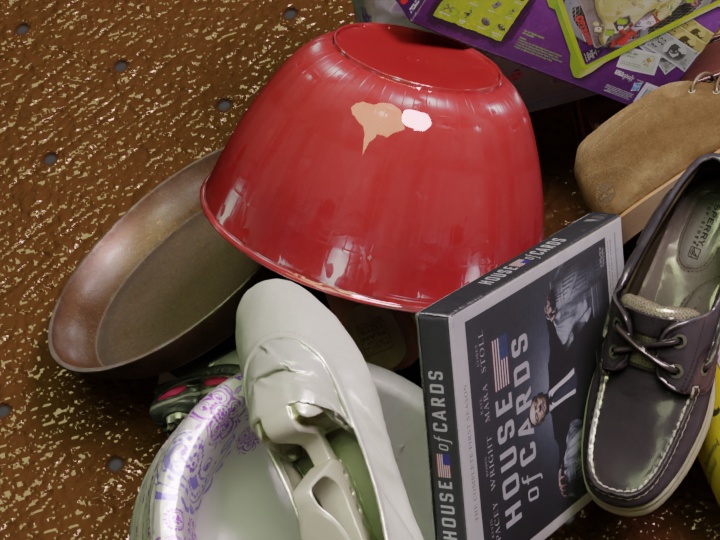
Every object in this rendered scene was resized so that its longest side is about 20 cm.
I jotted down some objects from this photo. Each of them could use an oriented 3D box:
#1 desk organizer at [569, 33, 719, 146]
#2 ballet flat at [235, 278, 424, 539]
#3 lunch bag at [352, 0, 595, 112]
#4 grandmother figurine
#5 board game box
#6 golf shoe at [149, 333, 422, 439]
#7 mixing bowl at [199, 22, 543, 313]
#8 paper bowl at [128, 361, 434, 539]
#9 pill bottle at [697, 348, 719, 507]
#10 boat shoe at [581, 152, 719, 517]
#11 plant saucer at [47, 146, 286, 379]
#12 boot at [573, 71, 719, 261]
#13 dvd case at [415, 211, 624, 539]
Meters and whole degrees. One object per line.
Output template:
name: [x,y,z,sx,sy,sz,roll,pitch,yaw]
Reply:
desk organizer: [0.238,-0.099,1.244,0.199,0.072,0.077,-19,44,-2]
ballet flat: [-0.019,0.094,1.009,0.069,0.069,0.201,-22,79,-5]
lunch bag: [0.093,-0.189,1.200,0.199,0.170,0.127,-14,47,-2]
grandmother figurine: [0.000,0.000,1.193,0.121,0.061,0.200,-17,22,-5]
board game box: [0.128,-0.166,1.133,0.120,0.200,0.032,-52,43,26]
golf shoe: [-0.027,0.057,1.198,0.199,0.077,0.088,-5,49,7]
mixing bowl: [0.020,-0.068,1.105,0.199,0.109,0.200,12,25,-6]
paper bowl: [-0.027,0.155,1.084,0.200,0.104,0.201,9,64,-18]
pill bottle: [0.231,0.063,1.120,0.111,0.111,0.200,-18,54,-1]
boat shoe: [0.160,0.030,1.065,0.072,0.065,0.201,17,78,27]
plant saucer: [-0.104,-0.003,1.231,0.200,0.035,0.201,-29,30,19]
boot: [0.212,-0.092,1.150,0.200,0.074,0.076,-33,69,10]
dvd case: [0.093,0.066,1.069,0.025,0.151,0.200,4,18,31]
